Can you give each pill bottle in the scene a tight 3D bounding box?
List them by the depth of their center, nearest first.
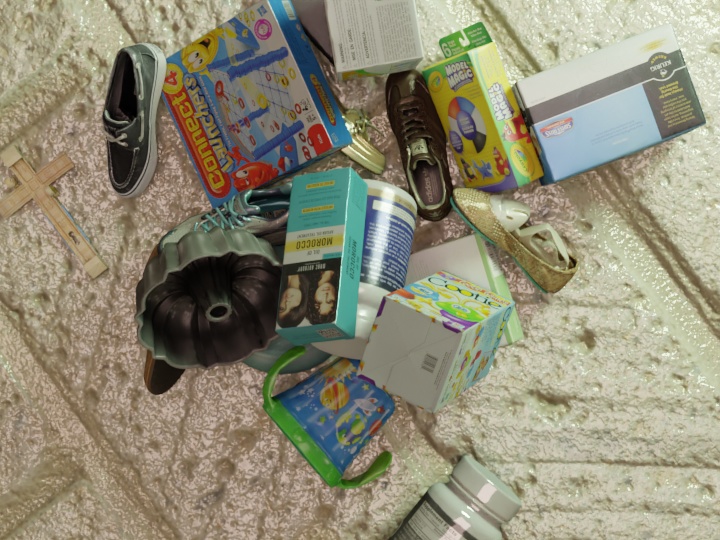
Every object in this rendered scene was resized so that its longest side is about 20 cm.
[{"bbox_3d":[0.000,0.000,1.594,0.115,0.116,0.201,9,69,2],"label":"pill bottle"},{"bbox_3d":[0.104,0.338,1.630,0.113,0.113,0.200,39,92,1],"label":"pill bottle"}]

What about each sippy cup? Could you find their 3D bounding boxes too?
[{"bbox_3d":[-0.032,0.177,1.629,0.130,0.178,0.140,-41,55,-8],"label":"sippy cup"}]

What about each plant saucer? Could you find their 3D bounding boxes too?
[{"bbox_3d":[-0.103,0.034,1.663,0.199,0.036,0.201,0,92,5],"label":"plant saucer"}]

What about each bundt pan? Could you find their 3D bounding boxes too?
[{"bbox_3d":[-0.179,0.026,1.572,0.201,0.202,0.076,-27,48,2],"label":"bundt pan"}]

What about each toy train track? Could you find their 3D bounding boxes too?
[{"bbox_3d":[-0.396,-0.075,1.679,0.115,0.033,0.200,-38,91,3],"label":"toy train track"}]

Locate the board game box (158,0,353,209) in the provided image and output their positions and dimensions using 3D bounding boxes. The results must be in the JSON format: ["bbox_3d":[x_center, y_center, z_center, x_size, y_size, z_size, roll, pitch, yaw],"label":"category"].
[{"bbox_3d":[-0.136,-0.205,1.614,0.195,0.056,0.201,-25,90,29],"label":"board game box"}]

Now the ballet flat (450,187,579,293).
[{"bbox_3d":[0.197,-0.049,1.612,0.065,0.071,0.200,-35,122,30],"label":"ballet flat"}]

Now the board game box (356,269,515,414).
[{"bbox_3d":[0.091,0.078,1.528,0.103,0.200,0.105,25,107,18],"label":"board game box"}]

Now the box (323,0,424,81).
[{"bbox_3d":[0.013,-0.288,1.543,0.101,0.200,0.113,-10,96,0],"label":"box"}]

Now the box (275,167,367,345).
[{"bbox_3d":[-0.044,-0.017,1.524,0.082,0.049,0.201,-8,63,26],"label":"box"}]

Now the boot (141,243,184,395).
[{"bbox_3d":[-0.248,0.057,1.671,0.075,0.074,0.201,17,94,28],"label":"boot"}]

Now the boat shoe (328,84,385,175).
[{"bbox_3d":[-0.035,-0.202,1.642,0.200,0.073,0.063,45,95,1],"label":"boat shoe"}]

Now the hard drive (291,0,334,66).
[{"bbox_3d":[-0.004,-0.375,1.657,0.200,0.033,0.140,-42,90,2],"label":"hard drive"}]

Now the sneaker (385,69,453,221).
[{"bbox_3d":[0.079,-0.161,1.637,0.070,0.076,0.201,-16,91,3],"label":"sneaker"}]

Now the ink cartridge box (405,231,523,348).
[{"bbox_3d":[0.090,0.045,1.659,0.199,0.048,0.146,-17,90,26],"label":"ink cartridge box"}]

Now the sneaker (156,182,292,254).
[{"bbox_3d":[-0.157,-0.063,1.603,0.199,0.086,0.078,-21,66,-14],"label":"sneaker"}]

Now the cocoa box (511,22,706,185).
[{"bbox_3d":[0.297,-0.198,1.599,0.199,0.133,0.132,-21,91,2],"label":"cocoa box"}]

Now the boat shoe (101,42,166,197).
[{"bbox_3d":[-0.292,-0.183,1.630,0.072,0.068,0.201,24,113,21],"label":"boat shoe"}]

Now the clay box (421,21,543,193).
[{"bbox_3d":[0.143,-0.195,1.602,0.048,0.115,0.201,-26,98,-26],"label":"clay box"}]
